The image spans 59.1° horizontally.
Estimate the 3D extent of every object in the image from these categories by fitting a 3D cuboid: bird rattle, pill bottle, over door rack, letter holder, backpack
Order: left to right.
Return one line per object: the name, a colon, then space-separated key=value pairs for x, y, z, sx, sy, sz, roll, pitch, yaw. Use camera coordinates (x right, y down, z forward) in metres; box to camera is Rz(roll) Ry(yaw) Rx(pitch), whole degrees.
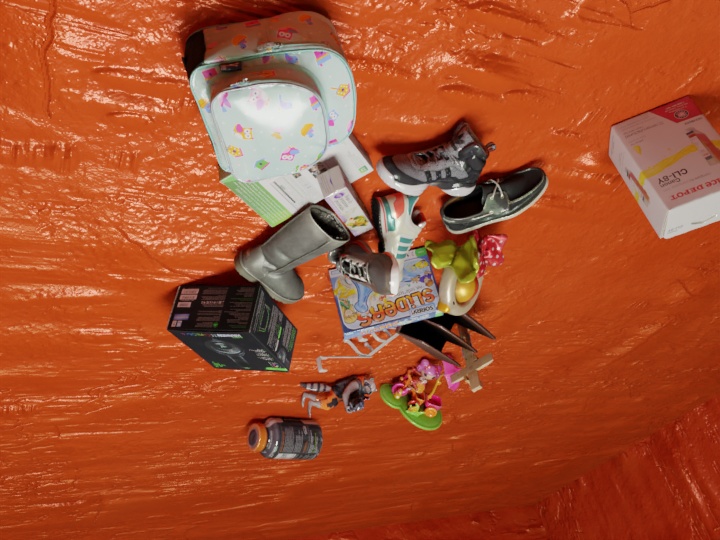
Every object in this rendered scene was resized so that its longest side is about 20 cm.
backpack: x=-0.101 y=-0.215 z=0.788 sx=0.197 sy=0.155 sz=0.177 roll=-19 pitch=141 yaw=-8
pill bottle: x=-0.208 y=0.457 z=1.726 sx=0.198 sy=0.107 sz=0.106 roll=15 pitch=135 yaw=-38
over door rack: x=0.005 y=0.145 z=1.397 sx=0.147 sy=0.067 sz=0.199 roll=-41 pitch=160 yaw=32
letter holder: x=0.195 y=0.142 z=1.395 sx=0.199 sy=0.141 sz=0.102 roll=36 pitch=78 yaw=-49
bird rattle: x=0.192 y=0.001 z=1.191 sx=0.199 sy=0.111 sz=0.166 roll=-5 pitch=110 yaw=-61

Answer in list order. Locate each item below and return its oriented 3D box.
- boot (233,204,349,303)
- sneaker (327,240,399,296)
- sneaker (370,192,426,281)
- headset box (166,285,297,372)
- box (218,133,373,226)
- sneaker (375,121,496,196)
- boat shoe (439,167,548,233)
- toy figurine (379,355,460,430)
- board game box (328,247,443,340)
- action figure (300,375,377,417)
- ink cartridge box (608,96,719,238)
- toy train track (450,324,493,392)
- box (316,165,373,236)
boot: x=-0.099 y=-0.026 z=1.111 sx=0.198 sy=0.073 sz=0.181 roll=-31 pitch=144 yaw=24
sneaker: x=0.000 y=0.000 z=1.100 sx=0.081 sy=0.199 sz=0.079 roll=-5 pitch=104 yaw=-24
sneaker: x=0.078 y=-0.058 z=1.139 sx=0.092 sy=0.071 sz=0.202 roll=-18 pitch=135 yaw=-5
headset box: x=-0.232 y=0.114 z=1.195 sx=0.171 sy=0.094 sz=0.201 roll=0 pitch=151 yaw=18
box: x=-0.096 y=-0.156 z=0.972 sx=0.198 sy=0.037 sz=0.144 roll=-28 pitch=145 yaw=14
sneaker: x=0.123 y=-0.180 z=1.000 sx=0.197 sy=0.076 sz=0.114 roll=0 pitch=142 yaw=-33
boat shoe: x=0.235 y=-0.128 z=1.119 sx=0.197 sy=0.073 sz=0.068 roll=-23 pitch=150 yaw=13
toy figurine: x=0.176 y=0.293 z=1.676 sx=0.198 sy=0.151 sz=0.185 roll=25 pitch=119 yaw=-13
board game box: x=0.048 y=0.043 z=1.223 sx=0.197 sy=0.137 sz=0.035 roll=-14 pitch=155 yaw=-4
action figure: x=-0.048 y=0.309 z=1.595 sx=0.190 sy=0.106 sz=0.200 roll=-13 pitch=171 yaw=-14
ink cartridge box: x=0.529 y=-0.174 z=1.064 sx=0.143 sy=0.202 sz=0.084 roll=-20 pitch=146 yaw=6
toy train track: x=0.258 y=0.201 z=1.480 sx=0.114 sy=0.202 sz=0.032 roll=-34 pitch=125 yaw=24
box: x=-0.021 y=-0.106 z=1.021 sx=0.038 sy=0.042 sz=0.200 roll=-24 pitch=161 yaw=7
